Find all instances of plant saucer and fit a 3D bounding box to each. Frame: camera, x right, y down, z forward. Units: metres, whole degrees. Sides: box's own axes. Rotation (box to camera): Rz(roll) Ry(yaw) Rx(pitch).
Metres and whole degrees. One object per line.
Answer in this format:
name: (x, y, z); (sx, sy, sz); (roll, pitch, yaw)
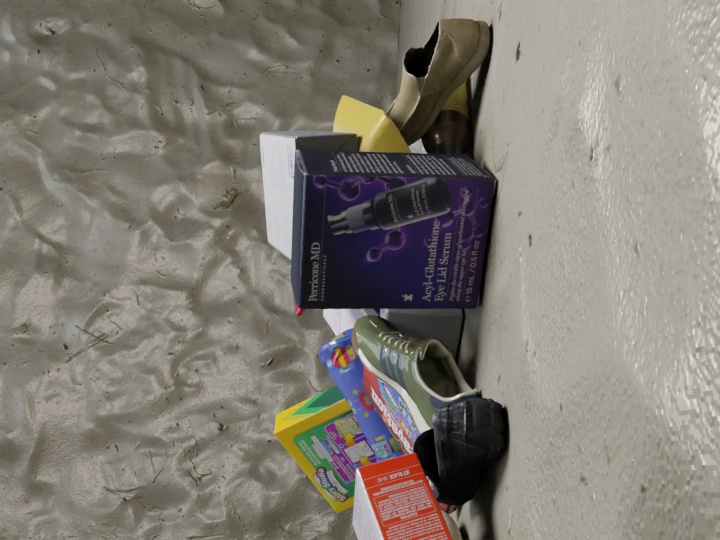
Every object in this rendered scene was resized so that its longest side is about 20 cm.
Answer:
plant saucer: (0.037, -0.115, 0.922); (0.200, 0.048, 0.200); (54, 178, -24)

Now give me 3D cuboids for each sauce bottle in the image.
sauce bottle: (0.108, -0.186, 0.936); (0.065, 0.064, 0.201); (94, 180, -50)

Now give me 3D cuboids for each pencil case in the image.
pencil case: (0.015, 0.171, 1.018); (0.201, 0.078, 0.087); (62, 180, 1)

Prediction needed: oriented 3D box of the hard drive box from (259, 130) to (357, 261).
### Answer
hard drive box: (-0.067, -0.096, 0.927); (0.200, 0.076, 0.157); (-148, 53, -67)

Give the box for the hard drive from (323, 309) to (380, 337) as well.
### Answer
hard drive: (-0.004, 0.089, 1.145); (0.200, 0.025, 0.132); (53, 149, 41)

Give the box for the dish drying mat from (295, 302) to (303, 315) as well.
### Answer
dish drying mat: (-0.041, -0.031, 1.030); (0.200, 0.018, 0.077); (-61, 14, 23)

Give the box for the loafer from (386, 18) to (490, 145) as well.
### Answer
loafer: (0.074, -0.228, 0.878); (0.200, 0.067, 0.076); (-49, 31, 42)

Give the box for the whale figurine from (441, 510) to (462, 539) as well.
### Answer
whale figurine: (0.057, 0.360, 0.789); (0.159, 0.103, 0.201); (109, 164, -87)

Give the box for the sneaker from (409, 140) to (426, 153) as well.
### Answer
sneaker: (0.111, -0.186, 1.090); (0.080, 0.076, 0.201); (26, -109, -78)

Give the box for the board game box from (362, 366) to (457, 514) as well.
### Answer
board game box: (0.059, 0.183, 0.877); (0.200, 0.019, 0.103); (53, 154, 36)

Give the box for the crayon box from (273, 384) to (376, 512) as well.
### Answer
crayon box: (-0.017, 0.286, 1.210); (0.200, 0.172, 0.058); (57, -165, -22)

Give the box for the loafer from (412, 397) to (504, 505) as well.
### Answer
loafer: (0.083, 0.173, 0.698); (0.201, 0.070, 0.068); (97, 178, -57)

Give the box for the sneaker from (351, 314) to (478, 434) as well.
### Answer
sneaker: (0.065, 0.100, 0.818); (0.200, 0.067, 0.090); (51, 138, 36)

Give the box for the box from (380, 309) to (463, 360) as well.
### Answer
box: (0.077, 0.044, 1.000); (0.200, 0.097, 0.125); (-86, 0, -54)

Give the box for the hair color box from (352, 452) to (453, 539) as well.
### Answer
hair color box: (0.053, 0.276, 0.633); (0.111, 0.064, 0.200); (94, 160, -46)

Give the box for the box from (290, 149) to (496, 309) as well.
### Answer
box: (0.027, -0.044, 0.784); (0.104, 0.199, 0.149); (-113, 24, -65)
